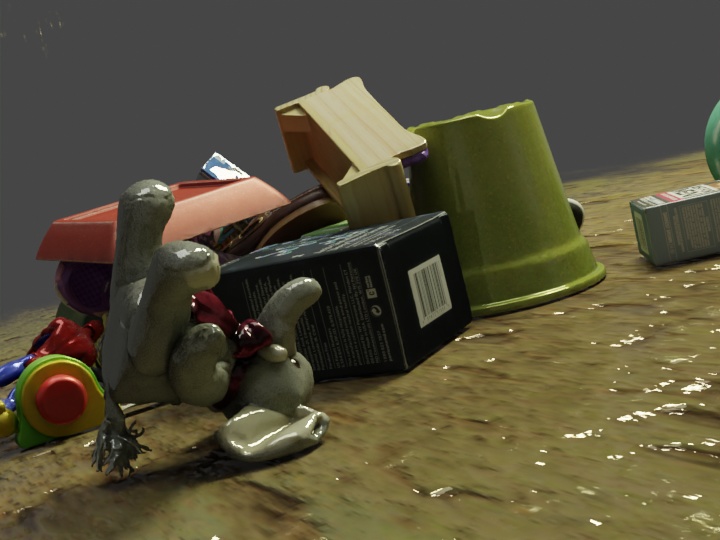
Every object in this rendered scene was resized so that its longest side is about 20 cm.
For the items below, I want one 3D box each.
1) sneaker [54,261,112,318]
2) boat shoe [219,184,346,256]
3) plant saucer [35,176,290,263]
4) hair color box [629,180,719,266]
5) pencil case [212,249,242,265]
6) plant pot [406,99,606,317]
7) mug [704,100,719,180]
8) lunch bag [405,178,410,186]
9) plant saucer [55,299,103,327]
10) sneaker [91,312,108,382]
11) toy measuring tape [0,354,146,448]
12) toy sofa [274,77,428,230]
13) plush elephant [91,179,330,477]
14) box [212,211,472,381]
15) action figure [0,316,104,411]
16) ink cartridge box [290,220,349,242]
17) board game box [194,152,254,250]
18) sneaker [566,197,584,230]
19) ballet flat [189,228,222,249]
[{"bbox_3d":[-0.226,0.032,1.221,0.200,0.081,0.088,25,-4,-35],"label":"sneaker"},{"bbox_3d":[-0.097,-0.038,1.251,0.200,0.070,0.070,-37,-37,27],"label":"boat shoe"},{"bbox_3d":[-0.203,-0.055,1.144,0.199,0.037,0.200,-22,13,-34],"label":"plant saucer"},{"bbox_3d":[0.373,-0.059,1.117,0.199,0.061,0.099,-12,7,6],"label":"hair color box"},{"bbox_3d":[-0.131,0.017,1.158,0.085,0.084,0.200,-25,-20,31],"label":"pencil case"},{"bbox_3d":[0.125,-0.065,1.133,0.200,0.185,0.200,-13,8,2],"label":"plant pot"},{"bbox_3d":[0.458,-0.140,1.209,0.185,0.153,0.114,-12,7,28],"label":"mug"},{"bbox_3d":[0.067,-0.063,1.488,0.199,0.124,0.170,-20,4,6],"label":"lunch bag"},{"bbox_3d":[-0.275,0.030,1.393,0.200,0.027,0.200,-34,-22,-16],"label":"plant saucer"},{"bbox_3d":[-0.232,0.073,1.163,0.075,0.077,0.200,-19,8,-27],"label":"sneaker"},{"bbox_3d":[-0.227,0.096,0.997,0.199,0.074,0.074,-17,8,-23],"label":"toy measuring tape"},{"bbox_3d":[-0.004,-0.110,1.142,0.097,0.083,0.200,-24,37,-11],"label":"toy sofa"},{"bbox_3d":[-0.092,0.055,0.795,0.154,0.201,0.165,8,11,-25],"label":"plush elephant"},{"bbox_3d":[-0.027,0.028,1.008,0.199,0.107,0.148,-11,8,28],"label":"box"},{"bbox_3d":[-0.317,0.109,1.063,0.200,0.065,0.099,-39,-6,-46],"label":"action figure"},{"bbox_3d":[0.000,0.000,1.182,0.059,0.104,0.200,-8,9,40],"label":"ink cartridge box"},{"bbox_3d":[-0.160,-0.044,1.414,0.034,0.135,0.200,-57,4,-37],"label":"board game box"},{"bbox_3d":[0.174,-0.026,1.288,0.199,0.072,0.083,-17,28,-16],"label":"sneaker"},{"bbox_3d":[-0.223,0.007,1.312,0.071,0.069,0.200,-7,-41,-42],"label":"ballet flat"}]
